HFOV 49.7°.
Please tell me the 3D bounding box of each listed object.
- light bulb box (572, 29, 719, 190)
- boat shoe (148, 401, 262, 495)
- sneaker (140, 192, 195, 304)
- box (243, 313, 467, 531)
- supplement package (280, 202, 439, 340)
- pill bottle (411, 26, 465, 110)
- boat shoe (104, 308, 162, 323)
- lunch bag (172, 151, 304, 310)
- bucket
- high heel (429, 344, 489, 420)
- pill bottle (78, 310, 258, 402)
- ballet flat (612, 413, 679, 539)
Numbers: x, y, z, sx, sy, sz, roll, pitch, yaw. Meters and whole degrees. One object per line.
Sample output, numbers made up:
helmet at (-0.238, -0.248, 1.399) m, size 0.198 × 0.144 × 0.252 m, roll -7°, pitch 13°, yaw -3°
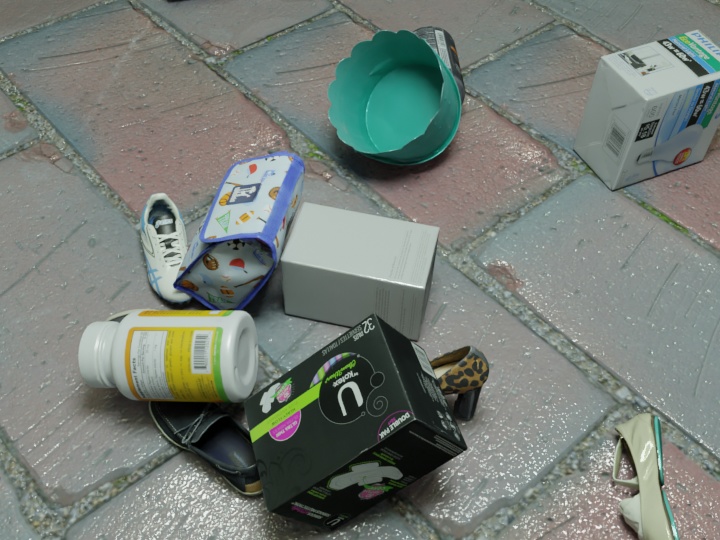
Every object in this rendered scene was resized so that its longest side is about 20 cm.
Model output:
light bulb box at (0.489, -0.265, 1.291) m, size 0.199 × 0.199 × 0.125 m, roll -19°, pitch 54°, yaw -15°
boat shoe at (-0.186, 0.198, 0.961) m, size 0.200 × 0.062 × 0.075 m, roll 33°, pitch 57°, yaw 26°
sneaker at (-0.287, -0.033, 1.153) m, size 0.072 × 0.073 × 0.200 m, roll -14°, pitch 52°, yaw -16°
box at (-0.010, 0.176, 0.885) m, size 0.200 × 0.124 × 0.149 m, roll -35°, pitch 48°, yaw 15°
supplement package at (0.000, 0.000, 1.098) m, size 0.199 × 0.121 × 0.120 m, roll 11°, pitch 50°, yaw 7°
pill bottle at (0.132, -0.346, 1.412) m, size 0.106 × 0.106 × 0.200 m, roll -1°, pitch 50°, yaw -3°
boat shoe at (-0.251, 0.102, 1.036) m, size 0.199 × 0.073 × 0.063 m, roll 8°, pitch 46°, yaw 0°
lunch bag at (-0.158, -0.057, 1.077) m, size 0.124 × 0.200 × 0.170 m, roll 32°, pitch 49°, yaw -19°
bucket at (0.063, -0.275, 1.276) m, size 0.207 × 0.135 × 0.208 m, roll -2°, pitch 86°, yaw 24°
high heel at (0.057, 0.131, 0.971) m, size 0.199 × 0.143 × 0.072 m, roll 3°, pitch 49°, yaw 1°
pill bottle at (-0.236, 0.105, 0.958) m, size 0.199 × 0.111 × 0.111 m, roll 0°, pitch 48°, yaw 10°
ballet flat at (0.337, 0.264, 0.925) m, size 0.069 × 0.070 × 0.200 m, roll 6°, pitch 47°, yaw 3°
